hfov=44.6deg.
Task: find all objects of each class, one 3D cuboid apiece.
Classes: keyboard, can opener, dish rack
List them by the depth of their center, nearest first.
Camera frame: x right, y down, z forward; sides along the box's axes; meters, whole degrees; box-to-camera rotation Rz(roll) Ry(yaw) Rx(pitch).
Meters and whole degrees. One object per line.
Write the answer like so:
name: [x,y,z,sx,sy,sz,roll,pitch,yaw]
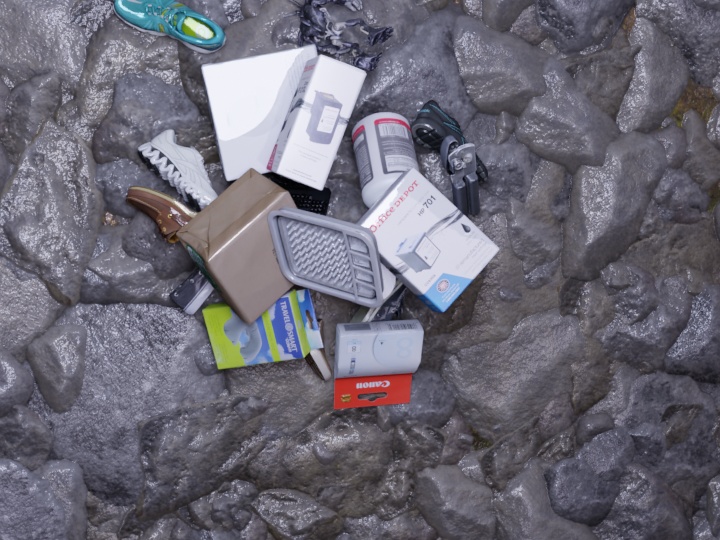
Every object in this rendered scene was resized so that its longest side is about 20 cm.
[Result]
dish rack: [-0.049,-0.029,1.437,0.044,0.199,0.172,-56,150,-36]
keyboard: [-0.143,-0.126,1.589,0.199,0.040,0.104,-1,113,-29]
can opener: [0.187,-0.175,1.642,0.053,0.067,0.200,-27,147,-7]

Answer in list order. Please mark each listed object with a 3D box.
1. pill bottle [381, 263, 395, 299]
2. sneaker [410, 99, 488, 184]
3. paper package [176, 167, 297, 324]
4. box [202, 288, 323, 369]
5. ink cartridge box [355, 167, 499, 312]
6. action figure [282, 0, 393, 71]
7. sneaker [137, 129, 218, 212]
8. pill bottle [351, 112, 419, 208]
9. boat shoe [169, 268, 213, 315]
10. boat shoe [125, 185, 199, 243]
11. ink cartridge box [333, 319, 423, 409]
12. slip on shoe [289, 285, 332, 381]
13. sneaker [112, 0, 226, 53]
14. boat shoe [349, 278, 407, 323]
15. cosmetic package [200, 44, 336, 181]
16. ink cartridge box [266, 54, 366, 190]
pill bottle: [0.000,0.000,1.591,0.112,0.200,0.113,-2,100,-12]
sneaker: [0.179,-0.240,1.657,0.200,0.075,0.079,41,51,-31]
paper package: [-0.186,-0.040,1.512,0.191,0.103,0.200,-44,144,-15]
box: [-0.179,0.108,1.608,0.199,0.048,0.122,-10,102,17]
ink cartridge box: [0.105,-0.050,1.460,0.200,0.086,0.147,42,86,-6]
action figure: [-0.040,-0.433,1.566,0.200,0.102,0.119,34,125,22]
sneaker: [-0.299,-0.170,1.546,0.200,0.075,0.081,43,73,6]
pill bottle: [0.051,-0.173,1.575,0.110,0.111,0.201,-4,64,-12]
boat shoe: [-0.277,-0.014,1.602,0.066,0.070,0.200,36,97,-15]
boat shoe: [-0.330,-0.085,1.549,0.200,0.072,0.068,27,74,2]
ink cartridge box: [0.031,0.190,1.676,0.159,0.047,0.201,-3,119,-11]
slip on shoe: [-0.094,0.113,1.660,0.060,0.076,0.200,-30,98,-18]
sneaker: [-0.326,-0.438,1.512,0.199,0.080,0.078,17,95,-14]
boat shoe: [0.055,0.059,1.682,0.062,0.075,0.200,35,95,-20]
cosmetic package: [-0.163,-0.278,1.551,0.199,0.123,0.200,-12,102,-9]
ink cartridge box: [-0.075,-0.243,1.439,0.084,0.145,0.201,20,94,-15]
